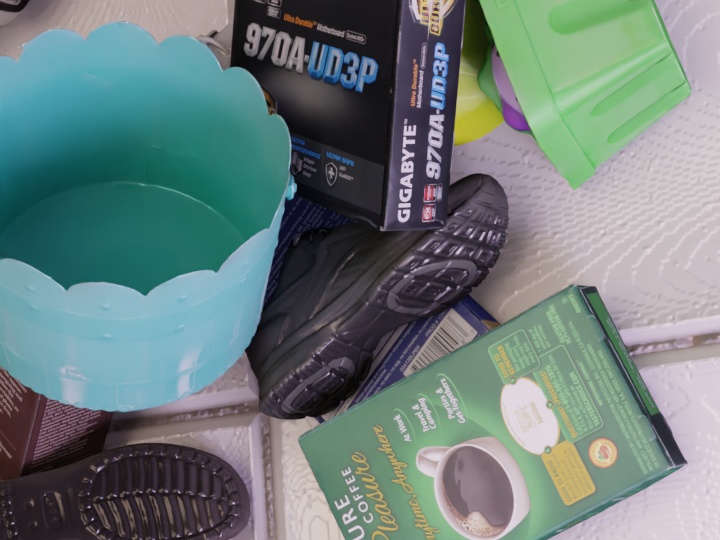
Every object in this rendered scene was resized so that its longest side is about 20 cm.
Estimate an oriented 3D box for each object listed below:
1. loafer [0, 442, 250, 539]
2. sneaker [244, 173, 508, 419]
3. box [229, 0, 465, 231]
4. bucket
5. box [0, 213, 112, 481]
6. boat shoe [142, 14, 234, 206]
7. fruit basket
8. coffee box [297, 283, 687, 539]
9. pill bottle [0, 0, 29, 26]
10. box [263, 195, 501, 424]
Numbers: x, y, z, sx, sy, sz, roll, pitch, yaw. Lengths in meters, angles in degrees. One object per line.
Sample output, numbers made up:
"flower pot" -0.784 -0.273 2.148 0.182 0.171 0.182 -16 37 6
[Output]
"loafer" -0.169 0.156 1.593 0.199 0.071 0.073 -5 71 -2
"sneaker" 0.000 0.000 1.496 0.200 0.076 0.091 -39 57 18
"box" -0.012 -0.120 1.468 0.200 0.046 0.160 25 114 57
"bucket" -0.141 -0.029 1.458 0.207 0.207 0.135 48 153 28
"box" -0.208 0.058 1.606 0.100 0.075 0.200 47 139 28
"boat shoe" -0.088 -0.113 1.589 0.200 0.068 0.072 -62 34 5
"fruit basket" 0.071 -0.142 1.473 0.215 0.156 0.216 -4 75 15
"coffee box" 0.074 0.105 1.462 0.200 0.044 0.123 -31 79 18
"pill bottle" -0.252 -0.236 1.700 0.200 0.111 0.111 -49 61 17
"box" -0.011 0.024 1.557 0.200 0.032 0.121 44 106 28
